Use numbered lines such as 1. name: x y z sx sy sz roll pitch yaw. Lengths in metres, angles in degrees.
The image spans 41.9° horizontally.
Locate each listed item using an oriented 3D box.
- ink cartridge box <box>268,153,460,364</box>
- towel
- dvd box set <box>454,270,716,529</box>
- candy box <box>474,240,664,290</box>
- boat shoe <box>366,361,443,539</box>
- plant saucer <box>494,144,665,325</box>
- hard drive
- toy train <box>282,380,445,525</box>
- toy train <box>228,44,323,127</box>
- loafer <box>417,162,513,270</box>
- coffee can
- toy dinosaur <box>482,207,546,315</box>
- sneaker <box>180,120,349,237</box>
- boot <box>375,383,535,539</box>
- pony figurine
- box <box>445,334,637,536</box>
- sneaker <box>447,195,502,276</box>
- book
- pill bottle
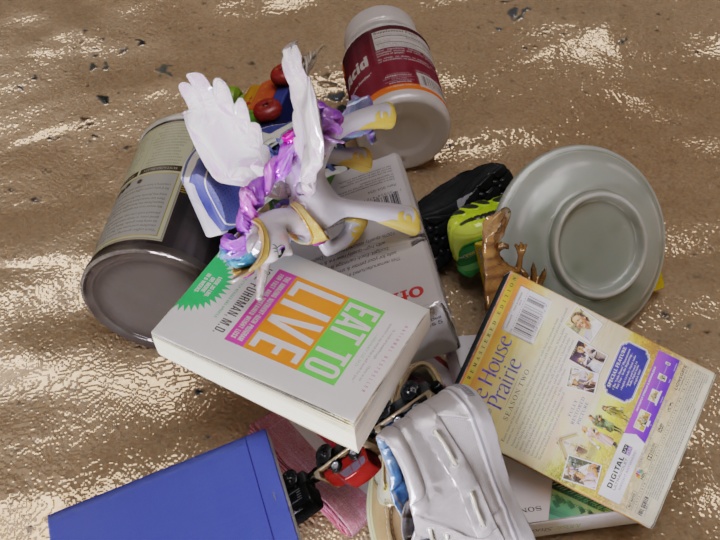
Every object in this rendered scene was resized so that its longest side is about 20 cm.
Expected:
1. ink cartridge box: 0.000 0.000 0.918 0.145 0.084 0.201 -18 50 6
2. towel: 0.012 0.140 0.890 0.200 0.023 0.144 -36 59 -29
3. dvd box set: 0.185 0.109 0.805 0.199 0.029 0.147 26 80 0
4. candy box: 0.221 -0.004 0.981 0.199 0.103 0.026 -16 12 -16
5. boat shoe: 0.046 0.173 0.811 0.074 0.066 0.201 4 59 -14
6. plant saucer: 0.229 -0.026 0.942 0.199 0.201 0.050 -14 7 -15
7. hard drive: -0.153 0.225 0.773 0.199 0.025 0.132 -21 51 -3
8. toy train: -0.007 0.159 0.793 0.200 0.034 0.046 -38 44 13
9. toy train: -0.123 -0.216 1.168 0.115 0.085 0.201 1 47 17
10. loafer: 0.087 -0.051 1.042 0.200 0.068 0.070 -38 21 -20
11. coffee can: -0.183 -0.042 0.958 0.145 0.147 0.201 6 48 3
12. toy dinosaur: 0.135 0.041 0.879 0.060 0.201 0.106 -7 10 30
13. sneaker: -0.078 -0.110 0.905 0.115 0.081 0.199 -17 15 29
14. boot: 0.074 0.197 0.749 0.095 0.201 0.073 -24 10 -21
15. pony figurine: -0.049 -0.089 0.803 0.199 0.194 0.166 -20 10 -42
16. box: 0.172 0.144 0.872 0.143 0.036 0.201 -4 52 -13
17. sneaker: 0.183 -0.042 1.022 0.199 0.084 0.074 -12 29 -18
18. book: -0.058 0.052 0.803 0.199 0.048 0.134 21 55 21
19. pill bottle: 0.038 -0.231 1.158 0.113 0.115 0.201 -5 48 -6
